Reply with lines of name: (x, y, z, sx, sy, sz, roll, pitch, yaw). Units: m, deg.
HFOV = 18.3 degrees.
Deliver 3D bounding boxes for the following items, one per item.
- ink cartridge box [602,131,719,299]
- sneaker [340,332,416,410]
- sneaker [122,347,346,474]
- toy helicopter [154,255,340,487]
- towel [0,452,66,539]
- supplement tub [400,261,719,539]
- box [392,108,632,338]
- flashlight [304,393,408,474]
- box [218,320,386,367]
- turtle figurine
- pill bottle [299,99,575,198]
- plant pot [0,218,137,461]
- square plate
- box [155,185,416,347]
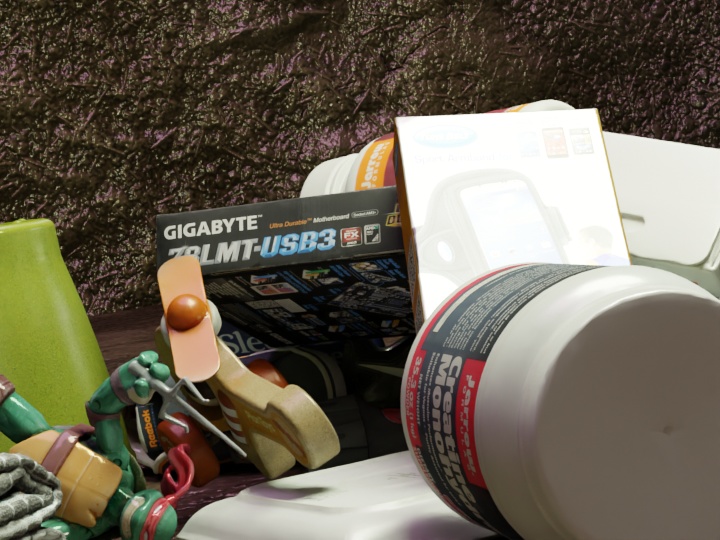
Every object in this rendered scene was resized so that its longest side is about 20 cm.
ink cartridge box: (0.193, 0.002, 1.390, 0.145, 0.084, 0.200, 11, -24, 32)
sneaker: (0.077, 0.066, 1.520, 0.200, 0.098, 0.071, -6, 2, 4)
sneaker: (-0.102, 0.101, 1.541, 0.200, 0.079, 0.079, -15, -5, 41)
toy helicopter: (-0.068, 0.065, 1.285, 0.079, 0.132, 0.200, -33, 21, -18)
towel: (-0.264, 0.144, 1.103, 0.165, 0.086, 0.200, -7, 3, 29)
supplement tub: (0.108, 0.067, 1.055, 0.140, 0.141, 0.200, -9, 3, -14)
box: (0.084, -0.022, 1.243, 0.119, 0.200, 0.041, -3, -39, -5)
flashlight: (0.059, 0.090, 1.405, 0.200, 0.068, 0.068, -8, 3, -8)
box: (-0.050, 0.040, 1.575, 0.121, 0.200, 0.032, -7, 38, 19)
turtle figurine: (-0.172, 0.113, 1.259, 0.200, 0.150, 0.101, 22, -25, 10)
pill bottle: (0.062, -0.046, 1.546, 0.200, 0.114, 0.114, -10, 1, 38)
plant pot: (-0.242, 0.070, 1.389, 0.200, 0.193, 0.200, -8, 4, 1)
square plate: (0.026, 0.125, 1.232, 0.198, 0.028, 0.200, -9, 3, -30)
box: (0.000, 0.000, 1.408, 0.198, 0.050, 0.200, -7, -16, 18)
